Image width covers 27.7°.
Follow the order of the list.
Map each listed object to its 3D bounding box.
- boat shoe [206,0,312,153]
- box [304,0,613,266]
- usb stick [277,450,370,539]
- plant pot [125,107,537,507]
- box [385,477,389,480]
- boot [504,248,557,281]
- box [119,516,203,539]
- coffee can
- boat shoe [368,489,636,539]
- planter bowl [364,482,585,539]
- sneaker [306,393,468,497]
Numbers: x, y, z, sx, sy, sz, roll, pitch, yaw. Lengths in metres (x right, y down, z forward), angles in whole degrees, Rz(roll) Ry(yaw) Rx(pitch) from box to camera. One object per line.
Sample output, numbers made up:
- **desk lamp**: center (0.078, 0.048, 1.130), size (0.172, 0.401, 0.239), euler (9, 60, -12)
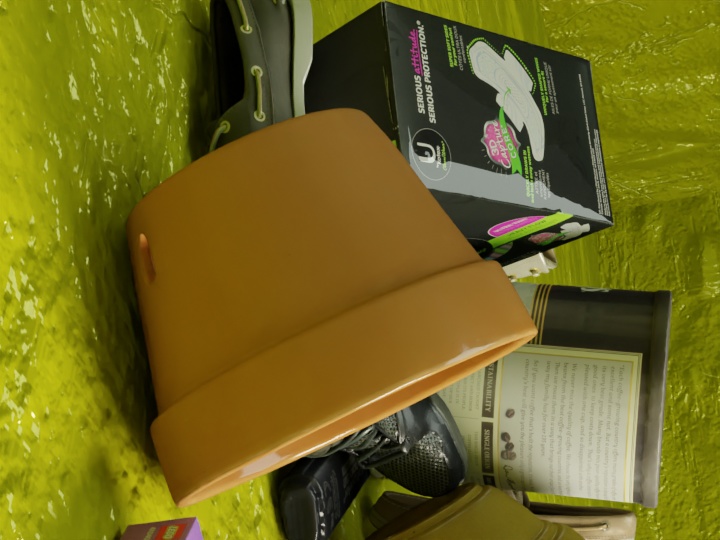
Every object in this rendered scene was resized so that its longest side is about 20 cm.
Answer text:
- **boat shoe**: center (-0.065, -0.082, 0.881), size (0.072, 0.060, 0.204), euler (130, -36, -57)
- **box**: center (0.048, -0.079, 0.987), size (0.198, 0.148, 0.126), euler (8, 69, -40)
- **usb stick**: center (-0.016, 0.133, 0.986), size (0.200, 0.032, 0.056), euler (-43, 129, -74)
- **plant pot**: center (-0.029, 0.012, 0.730), size (0.141, 0.198, 0.200), euler (65, 12, 7)
- **box**: center (0.042, 0.063, 1.157), size (0.075, 0.049, 0.203), euler (119, -29, -80)
- **boot**: center (0.095, 0.014, 1.258), size (0.072, 0.153, 0.202), euler (-73, 150, -62)
- **box**: center (-0.092, 0.215, 0.608), size (0.200, 0.039, 0.138), euler (-66, 145, -66)
- **coffee can**: center (0.112, 0.081, 1.016), size (0.146, 0.197, 0.149), euler (4, 90, -78)
- **boat shoe**: center (0.106, 0.186, 1.091), size (0.071, 0.197, 0.065), euler (-25, 125, -80)
- **planter bowl**: center (0.055, 0.195, 0.951), size (0.084, 0.199, 0.200), euler (61, 14, 2)
- **sneaker**: center (-0.008, 0.097, 0.900), size (0.200, 0.076, 0.115), euler (50, 33, -29)
